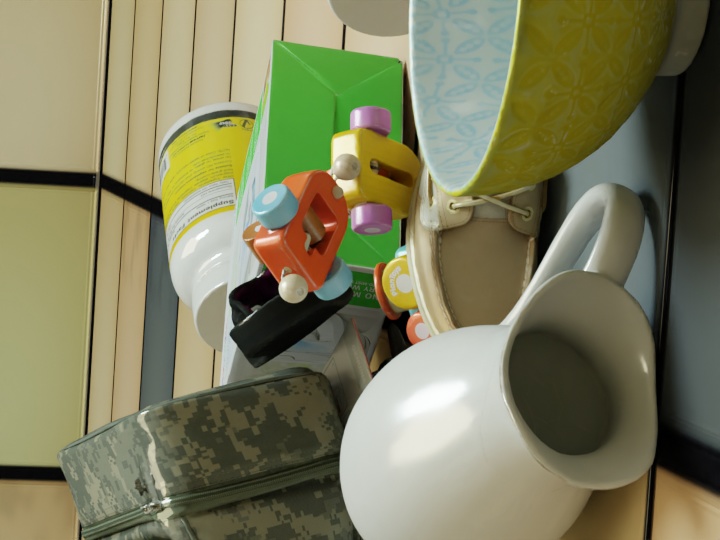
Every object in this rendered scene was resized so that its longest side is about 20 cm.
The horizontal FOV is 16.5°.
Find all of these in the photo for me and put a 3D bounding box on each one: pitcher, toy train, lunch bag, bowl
[{"bbox_3d":[0.074,0.058,1.218,0.200,0.121,0.172,-44,23,57],"label":"pitcher"},{"bbox_3d":[0.000,0.000,1.358,0.200,0.056,0.150,50,-137,-37],"label":"toy train"},{"bbox_3d":[-0.084,0.160,1.493,0.200,0.139,0.168,-25,81,62],"label":"lunch bag"},{"bbox_3d":[0.096,-0.131,1.130,0.200,0.107,0.201,-177,90,-77],"label":"bowl"}]

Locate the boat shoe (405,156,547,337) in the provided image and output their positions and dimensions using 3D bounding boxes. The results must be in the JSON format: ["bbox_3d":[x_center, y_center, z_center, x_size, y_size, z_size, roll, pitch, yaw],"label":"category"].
[{"bbox_3d":[0.065,-0.051,1.332,0.069,0.074,0.200,112,159,-70],"label":"boat shoe"}]

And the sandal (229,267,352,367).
[{"bbox_3d":[-0.046,0.017,1.462,0.048,0.075,0.200,56,177,4],"label":"sandal"}]

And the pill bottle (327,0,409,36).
[{"bbox_3d":[0.009,-0.242,1.533,0.111,0.111,0.200,107,162,-47],"label":"pill bottle"}]

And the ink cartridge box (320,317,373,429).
[{"bbox_3d":[0.009,0.154,1.492,0.174,0.043,0.200,-58,42,49],"label":"ink cartridge box"}]

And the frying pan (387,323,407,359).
[{"bbox_3d":[0.047,0.128,1.435,0.190,0.031,0.115,-109,16,-55],"label":"frying pan"}]

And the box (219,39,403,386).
[{"bbox_3d":[-0.031,-0.019,1.663,0.177,0.096,0.200,108,168,-47],"label":"box"}]

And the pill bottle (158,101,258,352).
[{"bbox_3d":[-0.097,-0.031,1.953,0.200,0.112,0.113,-101,19,-46],"label":"pill bottle"}]

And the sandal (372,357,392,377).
[{"bbox_3d":[0.019,0.090,1.556,0.200,0.048,0.076,163,109,-76],"label":"sandal"}]
